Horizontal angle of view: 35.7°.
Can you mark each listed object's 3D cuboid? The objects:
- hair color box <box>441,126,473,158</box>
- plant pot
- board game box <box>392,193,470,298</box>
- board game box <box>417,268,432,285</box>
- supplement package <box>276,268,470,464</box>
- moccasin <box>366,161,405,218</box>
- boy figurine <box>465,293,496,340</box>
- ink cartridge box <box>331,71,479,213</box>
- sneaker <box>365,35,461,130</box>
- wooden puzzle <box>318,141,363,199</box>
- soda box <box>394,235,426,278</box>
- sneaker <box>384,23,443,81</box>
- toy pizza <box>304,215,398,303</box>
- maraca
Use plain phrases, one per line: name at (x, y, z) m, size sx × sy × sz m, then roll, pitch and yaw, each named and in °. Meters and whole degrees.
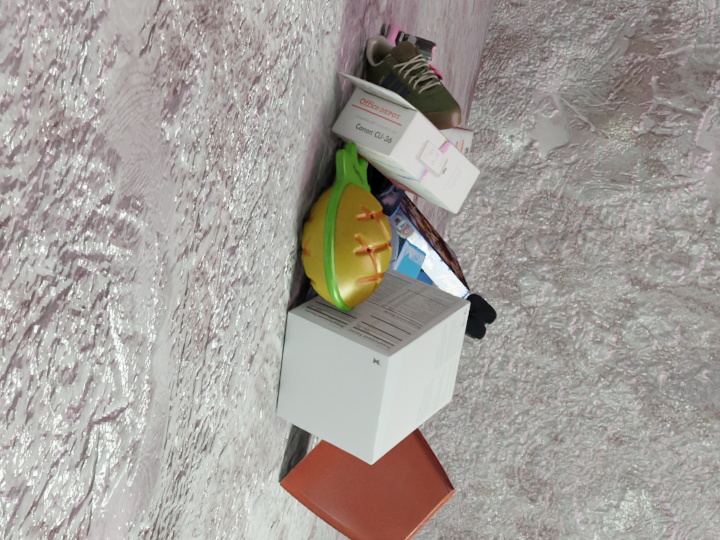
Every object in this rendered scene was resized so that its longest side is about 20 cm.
hair color box at (0.106, -0.181, 1.742) m, size 0.199 × 0.061 × 0.103 m, roll -4°, pitch 108°, yaw -63°
plant pot at (0.027, 0.299, 1.587) m, size 0.200 × 0.176 × 0.200 m, roll -44°, pitch 167°, yaw -4°
board game box at (0.091, -0.052, 1.735) m, size 0.200 × 0.034 × 0.136 m, roll 48°, pitch 14°, yaw -27°
board game box at (0.080, 0.072, 1.855) m, size 0.200 × 0.044 × 0.154 m, roll -133°, pitch -128°, yaw -86°
supplement package at (0.017, 0.110, 1.404) m, size 0.199 × 0.149 × 0.154 m, roll -28°, pitch 133°, yaw -52°
moccasin at (0.050, -0.166, 1.524) m, size 0.068 × 0.079 × 0.202 m, roll 81°, pitch 15°, yaw -63°
boy figurine at (0.140, 0.112, 1.790) m, size 0.125 × 0.064 × 0.200 m, roll -52°, pitch 180°, yaw -33°
ink cartridge box at (0.046, -0.157, 1.377) m, size 0.200 × 0.116 × 0.068 m, roll 36°, pitch 84°, yaw -46°
sneaker at (0.060, -0.250, 1.453) m, size 0.200 × 0.066 × 0.091 m, roll 38°, pitch -38°, yaw 54°
wooden puzzle at (-0.016, -0.094, 1.495) m, size 0.201 × 0.037 × 0.186 m, roll -70°, pitch 169°, yaw -45°
soda box at (0.016, 0.047, 1.601) m, size 0.064 × 0.067 × 0.202 m, roll 31°, pitch 82°, yaw -51°
sneaker at (0.074, -0.278, 1.665) m, size 0.201 × 0.094 × 0.080 m, roll 90°, pitch 13°, yaw -61°
toy pizza at (-0.019, 0.013, 1.471) m, size 0.200 × 0.032 × 0.202 m, roll -43°, pitch 151°, yaw -32°
maraca at (-0.014, -0.051, 1.329) m, size 0.137 × 0.105 × 0.203 m, roll 56°, pitch 37°, yaw -65°
